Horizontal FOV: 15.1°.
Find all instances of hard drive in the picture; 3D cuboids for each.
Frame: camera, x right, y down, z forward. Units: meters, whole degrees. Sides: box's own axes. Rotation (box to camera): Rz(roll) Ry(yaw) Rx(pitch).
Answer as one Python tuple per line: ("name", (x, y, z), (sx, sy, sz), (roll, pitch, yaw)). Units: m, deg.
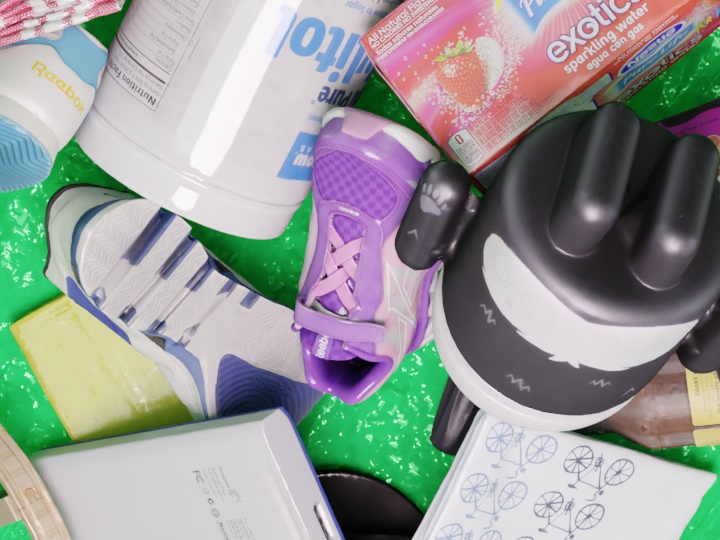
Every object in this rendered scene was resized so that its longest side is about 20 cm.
("hard drive", (-0.091, 0.149, 1.494), (0.200, 0.025, 0.132), (-12, 106, 43))

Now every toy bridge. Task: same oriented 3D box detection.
("toy bridge", (-0.197, 0.132, 1.532), (0.027, 0.067, 0.200), (-30, 94, -29))

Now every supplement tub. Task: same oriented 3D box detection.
("supplement tub", (-0.052, -0.132, 1.426), (0.132, 0.132, 0.200), (27, 105, 1))

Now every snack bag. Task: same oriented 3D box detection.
("snack bag", (0.085, 0.176, 1.465), (0.189, 0.021, 0.200), (18, 106, -41))

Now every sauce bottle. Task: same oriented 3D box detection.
("sauce bottle", (0.186, 0.063, 1.468), (0.200, 0.065, 0.065), (-6, 102, 9))

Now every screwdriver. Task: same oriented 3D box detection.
("screwdriver", (0.079, 0.011, 1.489), (0.029, 0.028, 0.200), (9, 109, -23))

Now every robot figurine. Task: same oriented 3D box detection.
("robot figurine", (0.109, -0.002, 1.335), (0.125, 0.200, 0.150), (-27, 73, -27))

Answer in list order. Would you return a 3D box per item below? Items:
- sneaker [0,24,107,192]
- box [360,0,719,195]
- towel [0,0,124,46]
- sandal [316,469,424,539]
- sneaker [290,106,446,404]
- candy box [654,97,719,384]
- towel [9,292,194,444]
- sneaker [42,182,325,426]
("sneaker", (-0.204, -0.089, 1.456), (0.077, 0.200, 0.081), (45, 65, -29))
("box", (0.111, -0.136, 1.391), (0.200, 0.100, 0.095), (-38, 78, 5))
("towel", (-0.203, -0.150, 1.435), (0.200, 0.146, 0.030), (-15, 113, 12))
("sandal", (0.031, 0.184, 1.525), (0.200, 0.045, 0.075), (41, 97, -3))
("sneaker", (0.000, 0.000, 1.417), (0.080, 0.088, 0.200), (25, 147, 19))
("candy box", (0.239, 0.000, 1.407), (0.136, 0.061, 0.200), (-20, 71, 11))
("towel", (-0.115, 0.097, 1.547), (0.086, 0.018, 0.200), (-29, 96, 8))
("sneaker", (-0.106, 0.012, 1.490), (0.081, 0.115, 0.199), (-46, 128, -7))
